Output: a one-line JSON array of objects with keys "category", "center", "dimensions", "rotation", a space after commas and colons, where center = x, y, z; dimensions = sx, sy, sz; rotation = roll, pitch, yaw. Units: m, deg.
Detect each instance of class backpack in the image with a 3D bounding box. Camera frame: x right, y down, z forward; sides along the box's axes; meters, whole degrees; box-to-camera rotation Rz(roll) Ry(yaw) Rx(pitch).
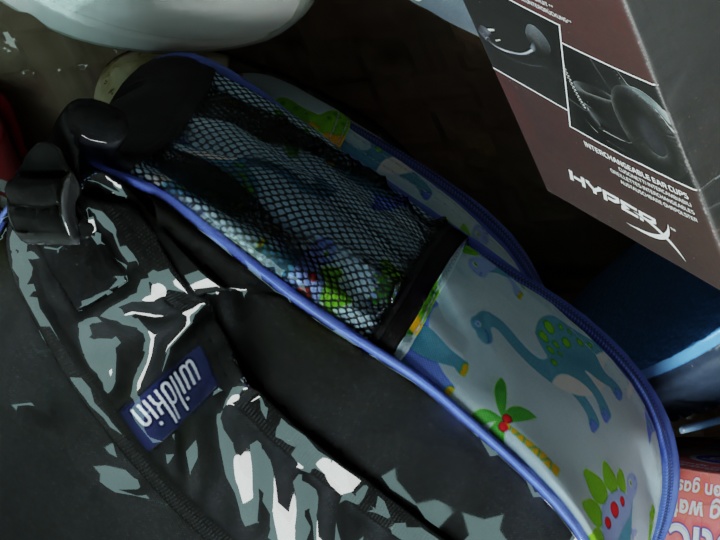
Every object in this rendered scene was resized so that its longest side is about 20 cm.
[{"category": "backpack", "center": [-0.017, 0.054, 0.686], "dimensions": [0.200, 0.147, 0.183], "rotation": [35, 123, 1]}]

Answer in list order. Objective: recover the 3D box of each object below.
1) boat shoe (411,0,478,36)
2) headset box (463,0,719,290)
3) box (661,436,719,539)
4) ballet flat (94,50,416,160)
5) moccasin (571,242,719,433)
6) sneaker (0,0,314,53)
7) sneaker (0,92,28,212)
[{"category": "boat shoe", "center": [0.069, -0.071, 0.643], "dimensions": [0.199, 0.075, 0.062], "rotation": [25, 138, -4]}, {"category": "headset box", "center": [0.081, -0.120, 0.520], "dimensions": [0.077, 0.149, 0.200], "rotation": [34, 157, 47]}, {"category": "box", "center": [0.135, 0.103, 0.706], "dimensions": [0.102, 0.095, 0.200], "rotation": [3, -179, -37]}, {"category": "ballet flat", "center": [0.000, 0.000, 0.760], "dimensions": [0.200, 0.057, 0.066], "rotation": [38, 136, -19]}, {"category": "moccasin", "center": [0.136, 0.011, 0.701], "dimensions": [0.068, 0.081, 0.200], "rotation": [42, 136, -23]}, {"category": "sneaker", "center": [-0.094, -0.127, 0.652], "dimensions": [0.200, 0.071, 0.080], "rotation": [29, 136, -9]}, {"category": "sneaker", "center": [-0.099, 0.013, 0.801], "dimensions": [0.199, 0.079, 0.116], "rotation": [18, 141, 1]}]
